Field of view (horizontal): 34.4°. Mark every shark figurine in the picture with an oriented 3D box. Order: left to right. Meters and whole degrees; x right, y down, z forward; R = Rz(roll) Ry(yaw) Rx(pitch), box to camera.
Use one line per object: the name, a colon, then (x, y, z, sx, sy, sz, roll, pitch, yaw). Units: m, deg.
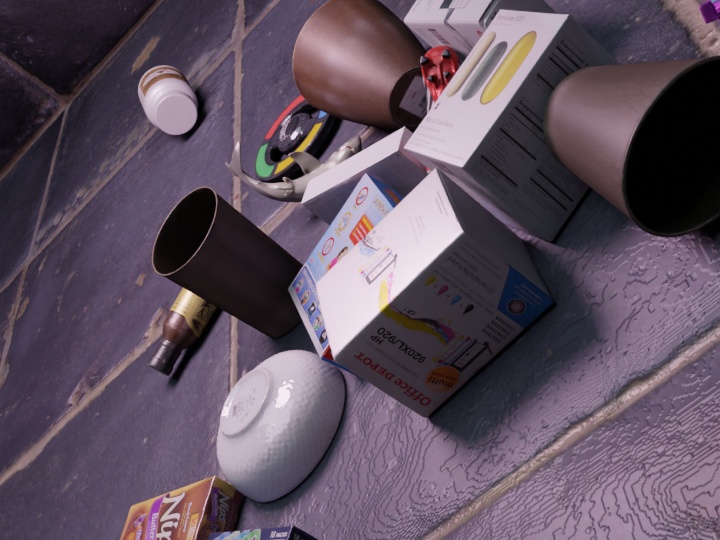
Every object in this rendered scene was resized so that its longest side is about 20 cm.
shark figurine: (-0.101, -0.130, 1.774, 0.090, 0.214, 0.128, 78, -172, -78)

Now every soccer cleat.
soccer cleat: (0.118, -0.196, 1.524, 0.069, 0.085, 0.200, -10, 79, 23)

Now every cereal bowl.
cereal bowl: (-0.115, 0.183, 1.460, 0.200, 0.083, 0.200, -36, 33, 29)

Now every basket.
basket: (-0.171, -0.004, 1.628, 0.136, 0.200, 0.180, -50, 29, 7)
basket: (0.278, -0.138, 1.151, 0.180, 0.136, 0.200, -53, 24, 1)

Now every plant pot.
plant pot: (0.030, -0.284, 1.688, 0.187, 0.187, 0.200, -52, 42, 3)

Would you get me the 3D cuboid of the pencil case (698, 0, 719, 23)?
pencil case: (0.440, -0.304, 1.145, 0.200, 0.085, 0.092, -24, 12, 45)

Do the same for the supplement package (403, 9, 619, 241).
supplement package: (0.186, -0.167, 1.313, 0.200, 0.151, 0.152, -55, 27, -2)

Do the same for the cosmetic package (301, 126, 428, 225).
cosmetic package: (0.015, -0.122, 1.601, 0.200, 0.083, 0.051, -24, 40, 42)

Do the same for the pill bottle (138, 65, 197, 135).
pill bottle: (-0.410, -0.362, 2.495, 0.114, 0.114, 0.200, -50, 28, 8)

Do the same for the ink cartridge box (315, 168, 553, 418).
ink cartridge box: (0.075, 0.027, 1.271, 0.200, 0.147, 0.145, -45, 29, 18)

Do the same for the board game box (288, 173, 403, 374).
board game box: (0.000, 0.000, 1.490, 0.196, 0.056, 0.200, -55, 27, 13)

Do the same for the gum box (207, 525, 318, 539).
gum box: (-0.142, 0.392, 1.307, 0.170, 0.045, 0.200, -20, 44, 48)

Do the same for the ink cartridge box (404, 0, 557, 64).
ink cartridge box: (0.171, -0.310, 1.505, 0.083, 0.147, 0.200, -56, 29, -4)

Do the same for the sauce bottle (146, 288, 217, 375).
sauce bottle: (-0.272, 0.072, 1.848, 0.065, 0.065, 0.200, 10, 68, 60)

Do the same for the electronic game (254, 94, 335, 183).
electronic game: (-0.110, -0.232, 1.962, 0.200, 0.042, 0.200, -38, 32, 29)

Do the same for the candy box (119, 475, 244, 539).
candy box: (-0.242, 0.347, 1.502, 0.200, 0.056, 0.117, -25, 38, 40)
